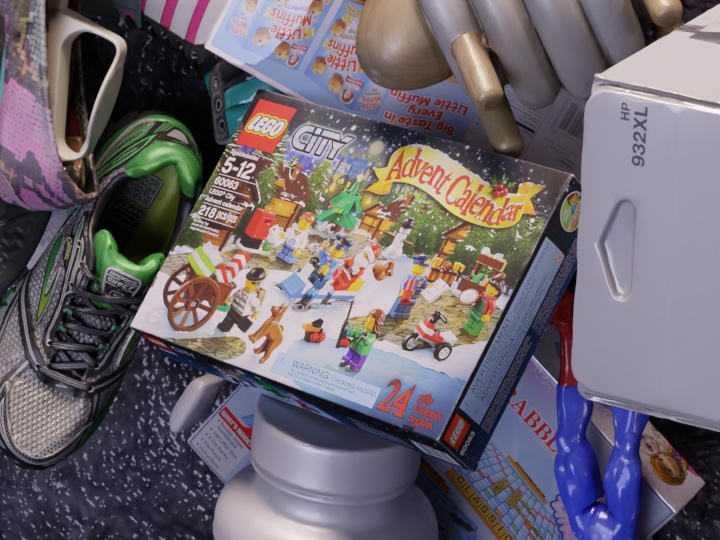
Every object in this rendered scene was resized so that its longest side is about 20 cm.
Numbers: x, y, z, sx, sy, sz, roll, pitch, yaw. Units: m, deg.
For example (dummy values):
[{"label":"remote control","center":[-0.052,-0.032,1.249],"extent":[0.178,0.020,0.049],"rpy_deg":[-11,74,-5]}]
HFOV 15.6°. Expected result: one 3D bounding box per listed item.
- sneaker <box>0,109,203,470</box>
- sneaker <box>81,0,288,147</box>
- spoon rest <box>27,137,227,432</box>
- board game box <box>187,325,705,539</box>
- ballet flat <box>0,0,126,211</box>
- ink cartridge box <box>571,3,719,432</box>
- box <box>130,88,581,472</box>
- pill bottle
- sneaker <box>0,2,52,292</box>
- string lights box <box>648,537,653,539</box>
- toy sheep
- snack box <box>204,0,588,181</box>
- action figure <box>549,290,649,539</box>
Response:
[{"label":"sneaker","center":[-0.142,0.011,1.376],"extent":[0.078,0.085,0.201],"rpy_deg":[22,96,-12]},{"label":"sneaker","center":[-0.077,-0.113,1.370],"extent":[0.199,0.083,0.122],"rpy_deg":[-2,98,33]},{"label":"spoon rest","center":[-0.133,0.001,1.474],"extent":[0.200,0.060,0.100],"rpy_deg":[51,127,22]},{"label":"board game box","center":[0.038,0.096,1.322],"extent":[0.200,0.041,0.200],"rpy_deg":[48,124,6]},{"label":"ballet flat","center":[-0.151,-0.128,1.331],"extent":[0.071,0.069,0.202],"rpy_deg":[6,105,18]},{"label":"ink cartridge box","center":[0.176,-0.035,1.154],"extent":[0.083,0.200,0.146],"rpy_deg":[14,116,29]},{"label":"box","center":[0.000,0.000,1.233],"extent":[0.199,0.038,0.137],"rpy_deg":[17,74,39]},{"label":"pill bottle","center":[-0.020,0.158,1.287],"extent":[0.110,0.111,0.201],"rpy_deg":[19,117,26]},{"label":"sneaker","center":[-0.205,-0.074,1.435],"extent":[0.114,0.076,0.201],"rpy_deg":[122,145,-71]},{"label":"string lights box","center":[0.070,0.082,1.361],"extent":[0.102,0.059,0.201],"rpy_deg":[-15,100,36]},{"label":"toy sheep","center":[0.089,-0.138,1.213],"extent":[0.199,0.138,0.139],"rpy_deg":[-22,97,3]},{"label":"snack box","center":[0.026,-0.093,1.291],"extent":[0.199,0.024,0.072],"rpy_deg":[29,109,-3]},{"label":"action figure","center":[0.102,0.121,1.215],"extent":[0.065,0.099,0.201],"rpy_deg":[4,113,29]}]
